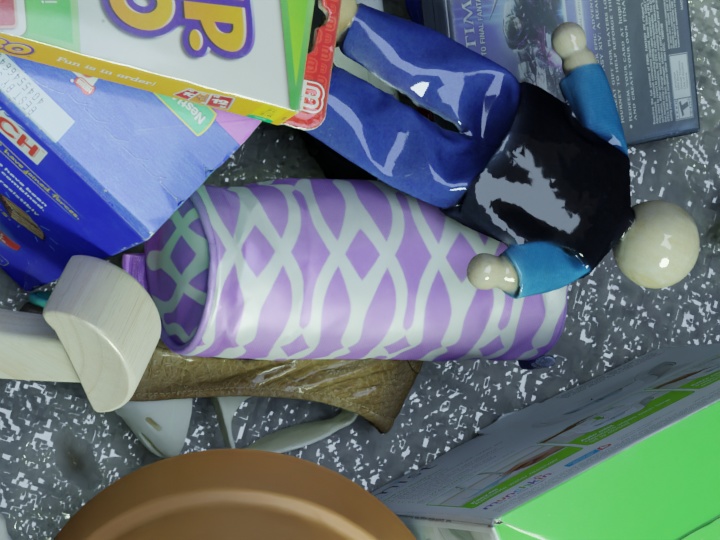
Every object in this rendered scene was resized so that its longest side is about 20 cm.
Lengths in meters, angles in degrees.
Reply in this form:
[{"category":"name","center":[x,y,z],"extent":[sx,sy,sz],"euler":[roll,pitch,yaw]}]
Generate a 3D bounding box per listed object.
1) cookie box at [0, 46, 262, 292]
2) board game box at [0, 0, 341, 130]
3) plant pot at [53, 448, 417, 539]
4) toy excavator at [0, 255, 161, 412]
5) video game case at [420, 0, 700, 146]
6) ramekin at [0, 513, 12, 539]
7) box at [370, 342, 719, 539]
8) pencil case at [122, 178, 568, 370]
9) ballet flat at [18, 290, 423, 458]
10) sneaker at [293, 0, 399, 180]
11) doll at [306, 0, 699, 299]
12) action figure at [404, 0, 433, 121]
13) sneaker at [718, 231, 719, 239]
[{"category":"cookie box","center":[-0.152,-0.081,0.959],"extent":[0.171,0.200,0.075],"euler":[45,71,-12]},{"category":"board game box","center":[-0.095,-0.122,0.868],"extent":[0.199,0.030,0.096],"euler":[14,76,-25]},{"category":"plant pot","center":[-0.055,0.193,0.961],"extent":[0.198,0.140,0.202],"euler":[0,105,0]},{"category":"toy excavator","center":[-0.205,-0.001,0.948],"extent":[0.200,0.194,0.100],"euler":[45,43,-24]},{"category":"video game case","center":[0.099,-0.127,1.109],"extent":[0.199,0.019,0.144],"euler":[-13,99,-47]},{"category":"ramekin","center":[-0.235,0.143,0.955],"extent":[0.199,0.105,0.202],"euler":[2,84,-22]},{"category":"box","center":[0.120,0.110,1.062],"extent":[0.199,0.176,0.097],"euler":[-25,95,-22]},{"category":"pencil case","center":[0.000,0.000,1.028],"extent":[0.199,0.085,0.085],"euler":[3,93,-28]},{"category":"ballet flat","center":[-0.064,0.052,1.063],"extent":[0.199,0.068,0.073],"euler":[3,103,-25]},{"category":"sneaker","center":[-0.039,-0.096,1.086],"extent":[0.111,0.073,0.202],"euler":[-9,104,2]},{"category":"doll","center":[0.066,-0.054,1.008],"extent":[0.199,0.048,0.137],"euler":[30,66,-7]},{"category":"action figure","center":[0.051,-0.160,1.116],"extent":[0.099,0.065,0.201],"euler":[-29,109,-43]},{"category":"sneaker","center":[0.272,0.024,1.197],"extent":[0.080,0.076,0.200],"euler":[-42,96,-8]}]
